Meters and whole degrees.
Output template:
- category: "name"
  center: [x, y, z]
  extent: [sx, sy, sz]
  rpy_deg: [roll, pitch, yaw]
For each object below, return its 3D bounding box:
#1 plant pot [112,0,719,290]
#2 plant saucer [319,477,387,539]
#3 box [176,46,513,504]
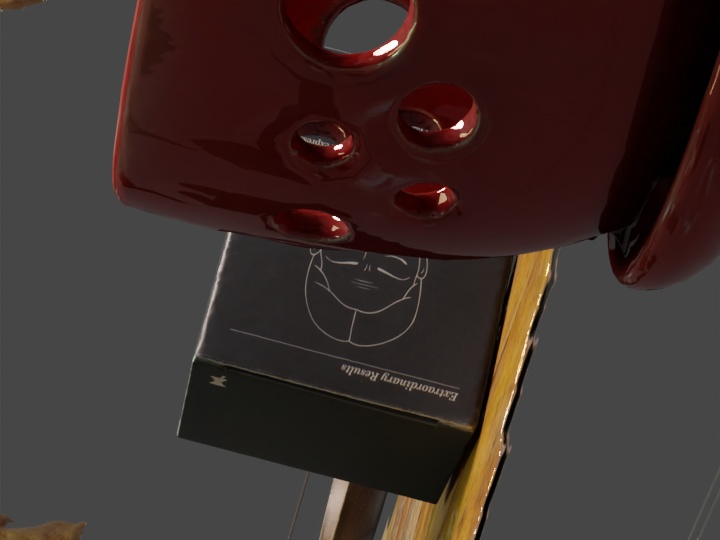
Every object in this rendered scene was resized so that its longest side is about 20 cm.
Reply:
- category: "plant pot"
  center: [0.036, -0.093, 0.743]
  extent: [0.200, 0.182, 0.201]
  rpy_deg: [-164, 90, -87]
- category: "plant saucer"
  center: [0.005, 0.129, 1.820]
  extent: [0.200, 0.032, 0.201]
  rpy_deg: [-165, 90, -87]
- category: "box"
  center: [0.000, 0.000, 1.372]
  extent: [0.107, 0.148, 0.201]
  rpy_deg: [109, 176, -62]
